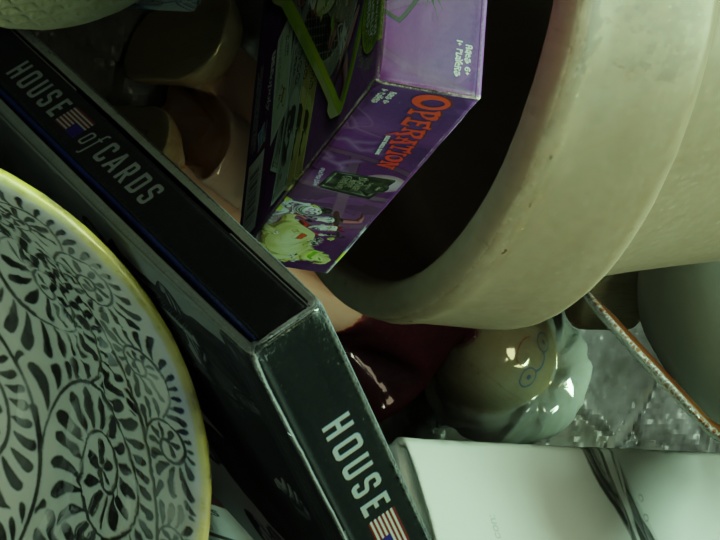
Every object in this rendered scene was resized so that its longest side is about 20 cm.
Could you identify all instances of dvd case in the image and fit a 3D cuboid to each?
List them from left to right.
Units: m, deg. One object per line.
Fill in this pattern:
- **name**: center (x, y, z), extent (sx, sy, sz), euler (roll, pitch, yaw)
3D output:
- **dvd case**: center (-0.043, 0.020, 0.752), extent (0.025, 0.200, 0.150), euler (-34, 131, -11)

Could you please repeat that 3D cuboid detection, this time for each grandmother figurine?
- **grandmother figurine**: center (0.000, 0.000, 0.892), extent (0.200, 0.061, 0.121), euler (34, 86, -38)

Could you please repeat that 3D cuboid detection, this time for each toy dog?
- **toy dog**: center (0.121, 0.007, 0.853), extent (0.132, 0.200, 0.097), euler (-14, 123, -21)

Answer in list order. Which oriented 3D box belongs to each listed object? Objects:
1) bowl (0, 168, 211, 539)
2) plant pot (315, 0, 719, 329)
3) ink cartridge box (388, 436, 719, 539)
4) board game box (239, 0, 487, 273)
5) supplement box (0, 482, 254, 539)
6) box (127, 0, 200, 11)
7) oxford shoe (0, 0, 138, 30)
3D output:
- **bowl**: center (-0.141, 0.042, 0.731), extent (0.200, 0.094, 0.201), euler (-3, 111, -7)
- **plant pot**: center (0.090, -0.077, 0.776), extent (0.174, 0.200, 0.201), euler (6, 96, -22)
- **ink cartridge box**: center (0.048, 0.116, 0.891), extent (0.200, 0.146, 0.085), euler (7, 61, -42)
- **board game box**: center (0.005, -0.112, 0.684), extent (0.032, 0.120, 0.200), euler (9, 70, -10)
- **supplement box**: center (-0.052, 0.152, 0.767), extent (0.086, 0.200, 0.110), euler (23, 112, -43)
- **box**: center (-0.117, -0.135, 0.710), extent (0.200, 0.040, 0.137), euler (0, 128, -31)
- **oxford shoe**: center (-0.049, -0.134, 0.685), extent (0.075, 0.058, 0.200), euler (2, 140, -30)
